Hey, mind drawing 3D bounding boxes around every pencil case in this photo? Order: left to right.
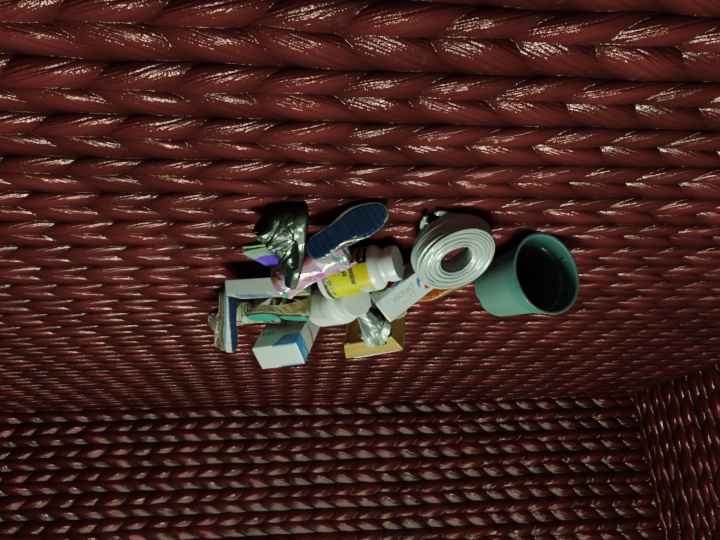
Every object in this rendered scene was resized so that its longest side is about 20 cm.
[{"bbox_3d":[-0.320,0.123,1.751,0.200,0.090,0.078,-5,157,8],"label":"pencil case"},{"bbox_3d":[-0.111,-0.007,1.391,0.200,0.088,0.087,-26,154,7],"label":"pencil case"}]

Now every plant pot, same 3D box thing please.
[{"bbox_3d":[0.403,0.028,1.492,0.200,0.201,0.196,8,163,-25],"label":"plant pot"}]

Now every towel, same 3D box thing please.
[{"bbox_3d":[-0.185,-0.022,1.478,0.143,0.023,0.200,-3,159,24],"label":"towel"}]

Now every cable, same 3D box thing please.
[{"bbox_3d":[0.214,-0.043,1.357,0.200,0.069,0.200,-1,133,-21],"label":"cable"}]

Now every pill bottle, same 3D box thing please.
[{"bbox_3d":[-0.061,0.090,1.620,0.114,0.115,0.200,11,166,-29],"label":"pill bottle"},{"bbox_3d":[0.000,0.000,1.458,0.200,0.113,0.112,-13,156,21],"label":"pill bottle"}]

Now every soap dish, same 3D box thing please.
[{"bbox_3d":[0.042,0.189,1.881,0.200,0.158,0.081,-13,139,23],"label":"soap dish"}]

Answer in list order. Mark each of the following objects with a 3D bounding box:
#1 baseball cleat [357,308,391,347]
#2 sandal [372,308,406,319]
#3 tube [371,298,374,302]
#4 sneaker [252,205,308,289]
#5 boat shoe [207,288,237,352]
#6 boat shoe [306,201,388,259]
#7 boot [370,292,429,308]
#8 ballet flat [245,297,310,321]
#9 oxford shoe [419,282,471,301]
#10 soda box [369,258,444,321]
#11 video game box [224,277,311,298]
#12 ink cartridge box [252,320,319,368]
[{"bbox_3d":[0.034,0.134,1.749,0.106,0.070,0.200,-10,118,13],"label":"baseball cleat"},{"bbox_3d":[0.044,0.105,1.809,0.211,0.078,0.070,-2,-170,16],"label":"sandal"},{"bbox_3d":[0.118,0.031,1.532,0.200,0.050,0.077,-27,179,0],"label":"tube"},{"bbox_3d":[-0.174,-0.052,1.290,0.114,0.076,0.200,6,124,0],"label":"sneaker"},{"bbox_3d":[-0.394,0.141,1.679,0.072,0.200,0.072,6,-160,7],"label":"boat shoe"},{"bbox_3d":[-0.026,-0.093,1.290,0.200,0.072,0.072,-26,-177,16],"label":"boat shoe"},{"bbox_3d":[0.078,0.054,1.649,0.200,0.073,0.151,8,155,-15],"label":"boot"},{"bbox_3d":[-0.228,0.107,1.665,0.200,0.065,0.071,-1,160,19],"label":"ballet flat"},{"bbox_3d":[0.233,0.046,1.654,0.200,0.071,0.073,-20,157,36],"label":"oxford shoe"},{"bbox_3d":[0.126,0.034,1.467,0.200,0.064,0.068,-38,113,1],"label":"soda box"},{"bbox_3d":[-0.240,0.046,1.572,0.200,0.047,0.182,-3,176,2],"label":"video game box"},{"bbox_3d":[-0.214,0.192,1.776,0.144,0.200,0.085,-10,121,20],"label":"ink cartridge box"}]
